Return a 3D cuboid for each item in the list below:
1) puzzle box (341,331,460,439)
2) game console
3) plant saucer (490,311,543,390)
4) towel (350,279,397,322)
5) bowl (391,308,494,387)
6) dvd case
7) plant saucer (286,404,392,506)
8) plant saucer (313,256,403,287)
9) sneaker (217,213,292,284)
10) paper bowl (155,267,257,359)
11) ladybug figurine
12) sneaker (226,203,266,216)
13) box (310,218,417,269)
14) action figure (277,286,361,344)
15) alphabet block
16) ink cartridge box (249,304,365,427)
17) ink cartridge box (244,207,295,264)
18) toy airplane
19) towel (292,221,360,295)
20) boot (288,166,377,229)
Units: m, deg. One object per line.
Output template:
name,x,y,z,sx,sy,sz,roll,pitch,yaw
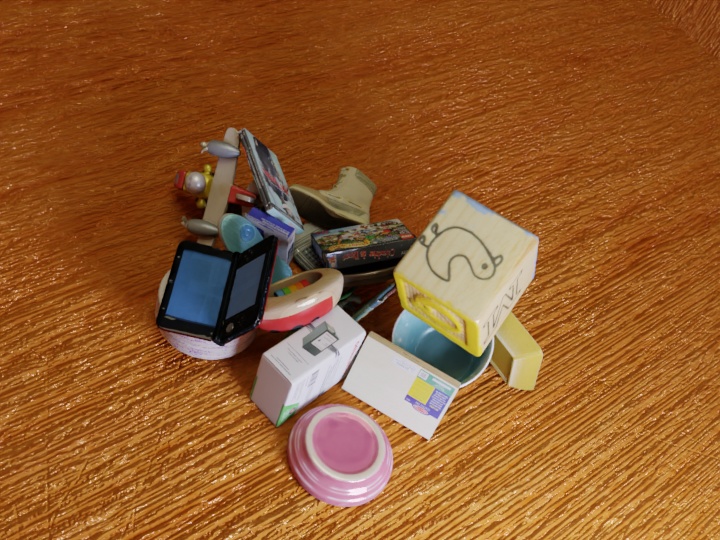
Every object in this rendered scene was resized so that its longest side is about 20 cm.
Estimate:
puzzle box,0.076,0.219,1.690,0.199,0.134,0.025,30,27,6
game console,-0.253,0.019,1.598,0.118,0.171,0.202,34,46,-32
plant saucer,0.282,0.142,1.808,0.048,0.201,0.201,-31,63,-12
towel,0.025,0.067,1.763,0.022,0.200,0.146,49,49,0
bowl,0.165,0.156,1.769,0.198,0.105,0.203,-3,65,7
dvd case,-0.183,-0.182,1.837,0.022,0.146,0.202,-27,65,13
plant saucer,-0.032,0.324,1.613,0.198,0.051,0.202,10,48,-11
plant saucer,0.000,0.000,1.816,0.197,0.030,0.200,-6,12,1
sneaker,-0.236,-0.036,1.781,0.080,0.130,0.200,-49,120,-20
paper bowl,-0.289,0.081,1.692,0.198,0.105,0.202,10,48,-11
ladybug figurine,-0.119,0.059,1.639,0.198,0.073,0.136,-21,20,-15
sneaker,-0.216,-0.121,1.932,0.199,0.076,0.115,28,12,31
box,0.007,-0.057,1.861,0.198,0.038,0.137,-10,22,-13
action figure,-0.087,0.106,1.762,0.199,0.118,0.055,-34,79,-29
alphabet block,0.198,0.008,1.666,0.194,0.197,0.201,31,74,21
ink cartridge box,-0.097,0.175,1.654,0.084,0.147,0.199,42,48,19
ink cartridge box,-0.183,-0.069,1.800,0.099,0.200,0.039,28,70,3
toy airplane,-0.300,-0.166,1.837,0.141,0.198,0.202,13,50,-57
towel,-0.047,-0.043,1.939,0.199,0.035,0.193,-29,65,-38
boot,-0.062,-0.172,1.972,0.198,0.072,0.156,24,49,-11
